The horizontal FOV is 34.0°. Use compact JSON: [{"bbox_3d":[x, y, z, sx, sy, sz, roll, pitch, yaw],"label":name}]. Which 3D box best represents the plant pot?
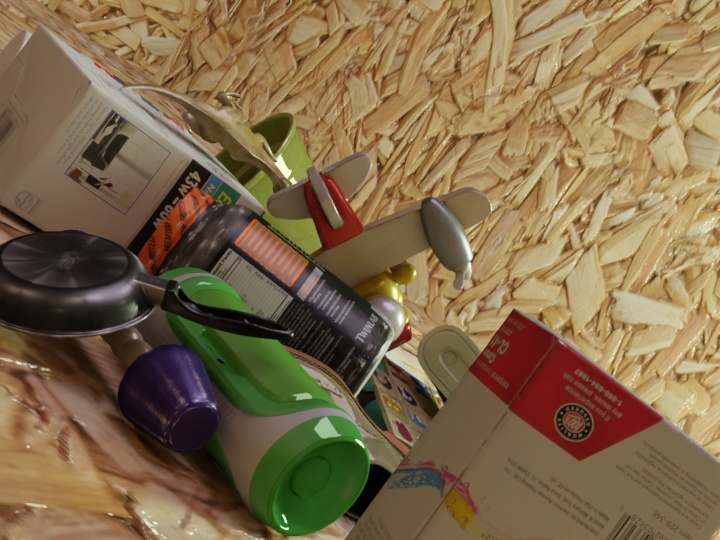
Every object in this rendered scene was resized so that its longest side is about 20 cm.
[{"bbox_3d":[-0.111,-0.076,1.583,0.184,0.200,0.200,48,0,-24],"label":"plant pot"}]

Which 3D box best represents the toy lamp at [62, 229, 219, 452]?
[{"bbox_3d":[-0.148,0.041,0.736,0.200,0.058,0.058,41,5,42],"label":"toy lamp"}]

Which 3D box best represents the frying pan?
[{"bbox_3d":[-0.145,0.017,0.696,0.188,0.031,0.115,19,27,20],"label":"frying pan"}]

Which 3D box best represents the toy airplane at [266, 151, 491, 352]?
[{"bbox_3d":[0.000,0.000,1.038,0.197,0.201,0.142,9,39,-31],"label":"toy airplane"}]

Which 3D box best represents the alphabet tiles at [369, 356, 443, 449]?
[{"bbox_3d":[0.083,0.159,1.073,0.199,0.006,0.167,36,19,-33],"label":"alphabet tiles"}]

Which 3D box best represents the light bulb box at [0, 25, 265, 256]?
[{"bbox_3d":[-0.220,-0.090,1.045,0.199,0.125,0.198,37,4,-35],"label":"light bulb box"}]

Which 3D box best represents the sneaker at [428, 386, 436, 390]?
[{"bbox_3d":[0.097,0.183,1.275,0.200,0.077,0.081,43,-8,-38],"label":"sneaker"}]

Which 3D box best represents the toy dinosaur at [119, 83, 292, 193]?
[{"bbox_3d":[-0.125,-0.131,1.059,0.199,0.058,0.101,38,6,-26],"label":"toy dinosaur"}]

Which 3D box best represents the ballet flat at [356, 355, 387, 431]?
[{"bbox_3d":[0.025,0.137,1.152,0.200,0.067,0.076,-122,-168,-59],"label":"ballet flat"}]

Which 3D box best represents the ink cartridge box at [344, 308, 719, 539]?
[{"bbox_3d":[0.091,0.147,0.655,0.147,0.201,0.086,37,3,-16],"label":"ink cartridge box"}]

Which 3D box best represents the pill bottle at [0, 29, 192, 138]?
[{"bbox_3d":[-0.280,-0.146,1.191,0.199,0.120,0.120,36,5,-29],"label":"pill bottle"}]

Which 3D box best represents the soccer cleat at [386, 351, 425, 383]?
[{"bbox_3d":[0.002,0.100,1.383,0.200,0.069,0.078,44,-4,-23],"label":"soccer cleat"}]

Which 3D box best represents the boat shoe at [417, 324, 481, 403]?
[{"bbox_3d":[0.122,0.142,1.080,0.201,0.071,0.068,60,0,28],"label":"boat shoe"}]

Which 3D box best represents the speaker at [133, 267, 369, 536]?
[{"bbox_3d":[-0.077,0.078,0.757,0.088,0.089,0.200,34,6,-46],"label":"speaker"}]

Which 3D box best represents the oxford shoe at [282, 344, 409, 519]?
[{"bbox_3d":[-0.026,0.121,0.855,0.199,0.071,0.075,36,10,-10],"label":"oxford shoe"}]

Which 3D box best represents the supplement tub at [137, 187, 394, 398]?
[{"bbox_3d":[-0.082,0.033,0.943,0.199,0.123,0.123,38,4,-3],"label":"supplement tub"}]
